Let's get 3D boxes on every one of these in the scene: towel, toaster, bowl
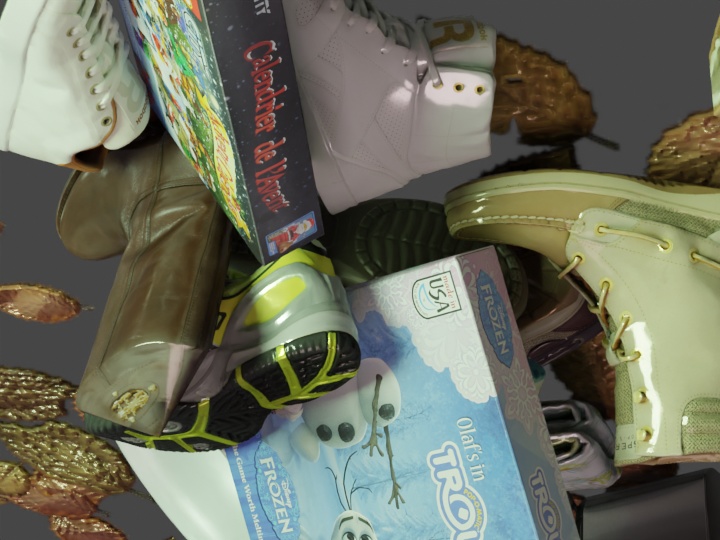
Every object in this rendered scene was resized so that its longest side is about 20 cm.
[{"bbox_3d":[0.079,0.123,1.153,0.169,0.049,0.200,-4,167,12],"label":"towel"},{"bbox_3d":[0.233,0.253,1.256,0.118,0.182,0.200,-22,137,29],"label":"toaster"},{"bbox_3d":[-0.079,0.112,1.144,0.201,0.090,0.202,40,154,24],"label":"bowl"}]

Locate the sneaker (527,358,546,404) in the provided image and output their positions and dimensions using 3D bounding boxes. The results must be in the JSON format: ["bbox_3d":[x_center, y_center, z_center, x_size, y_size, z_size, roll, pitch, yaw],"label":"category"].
[{"bbox_3d":[0.017,0.080,1.028,0.199,0.082,0.076,11,-170,43],"label":"sneaker"}]

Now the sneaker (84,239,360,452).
[{"bbox_3d":[-0.076,0.046,0.963,0.199,0.077,0.075,-25,149,36],"label":"sneaker"}]

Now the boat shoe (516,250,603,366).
[{"bbox_3d":[0.068,0.051,1.092,0.199,0.072,0.065,-30,128,32],"label":"boat shoe"}]

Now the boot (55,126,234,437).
[{"bbox_3d":[-0.128,0.013,0.953,0.064,0.201,0.186,28,138,-25],"label":"boot"}]

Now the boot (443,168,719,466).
[{"bbox_3d":[0.140,0.029,0.975,0.198,0.157,0.073,6,172,-5],"label":"boot"}]

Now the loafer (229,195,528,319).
[{"bbox_3d":[0.000,0.000,1.034,0.198,0.076,0.069,14,146,5],"label":"loafer"}]

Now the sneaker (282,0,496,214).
[{"bbox_3d":[0.007,-0.121,0.879,0.114,0.074,0.201,-17,138,8],"label":"sneaker"}]

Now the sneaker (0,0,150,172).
[{"bbox_3d":[-0.139,-0.115,0.891,0.084,0.073,0.200,22,153,-6],"label":"sneaker"}]

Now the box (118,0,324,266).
[{"bbox_3d":[-0.076,-0.114,0.834,0.037,0.137,0.201,-27,145,-13],"label":"box"}]

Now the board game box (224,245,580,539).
[{"bbox_3d":[0.014,0.108,0.968,0.198,0.202,0.043,-17,179,37],"label":"board game box"}]

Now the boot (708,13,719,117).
[{"bbox_3d":[0.257,-0.058,0.866,0.198,0.177,0.066,16,180,-18],"label":"boot"}]
